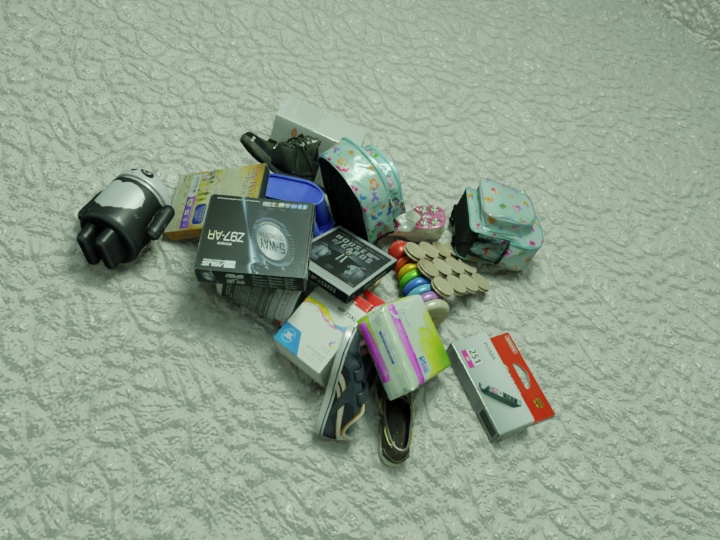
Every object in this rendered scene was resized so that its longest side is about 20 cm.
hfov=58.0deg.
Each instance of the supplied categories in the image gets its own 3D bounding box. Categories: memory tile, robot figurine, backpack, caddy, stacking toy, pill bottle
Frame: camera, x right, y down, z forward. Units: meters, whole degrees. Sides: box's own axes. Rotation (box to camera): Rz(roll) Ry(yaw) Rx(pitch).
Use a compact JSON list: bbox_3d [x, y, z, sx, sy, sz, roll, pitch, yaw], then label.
[{"bbox_3d":[0.185,-0.005,1.382,0.197,0.017,0.154,-3,48,-48],"label":"memory tile"},{"bbox_3d":[-0.436,-0.100,1.205,0.149,0.124,0.203,38,49,-13],"label":"robot figurine"},{"bbox_3d":[0.318,-0.099,1.465,0.195,0.155,0.179,21,39,-16],"label":"backpack"},{"bbox_3d":[-0.153,-0.107,1.327,0.194,0.106,0.145,13,64,9],"label":"caddy"},{"bbox_3d":[-0.001,-0.169,1.331,0.149,0.202,0.178,-37,52,-9],"label":"backpack"},{"bbox_3d":[0.112,0.020,1.355,0.083,0.087,0.203,-5,52,-23],"label":"stacking toy"},{"bbox_3d":[-0.200,0.012,1.216,0.196,0.115,0.115,26,50,2],"label":"pill bottle"}]

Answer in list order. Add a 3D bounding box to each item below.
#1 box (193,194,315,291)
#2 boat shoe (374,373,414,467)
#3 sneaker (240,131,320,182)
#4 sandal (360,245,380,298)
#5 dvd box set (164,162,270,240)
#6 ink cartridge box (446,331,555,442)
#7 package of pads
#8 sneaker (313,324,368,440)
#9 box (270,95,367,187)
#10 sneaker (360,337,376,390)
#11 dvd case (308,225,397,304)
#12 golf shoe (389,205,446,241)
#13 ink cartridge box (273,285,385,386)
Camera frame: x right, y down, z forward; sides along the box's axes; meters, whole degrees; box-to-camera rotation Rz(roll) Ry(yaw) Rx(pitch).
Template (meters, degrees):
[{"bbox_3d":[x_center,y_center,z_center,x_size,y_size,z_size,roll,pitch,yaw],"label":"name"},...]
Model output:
[{"bbox_3d":[-0.183,-0.051,1.156,0.193,0.044,0.164,6,58,1],"label":"box"},{"bbox_3d":[0.065,0.246,1.178,0.070,0.060,0.205,11,52,-12],"label":"boat shoe"},{"bbox_3d":[-0.156,-0.252,1.343,0.197,0.116,0.076,31,2,-41],"label":"sneaker"},{"bbox_3d":[0.005,0.003,1.327,0.076,0.070,0.213,31,51,4],"label":"sandal"},{"bbox_3d":[-0.281,-0.136,1.281,0.193,0.030,0.150,-6,57,16],"label":"dvd box set"},{"bbox_3d":[0.285,0.217,1.292,0.169,0.044,0.204,-13,61,-26],"label":"ink cartridge box"},{"bbox_3d":[0.080,0.131,1.181,0.199,0.067,0.158,-8,73,-63],"label":"package of pads"},{"bbox_3d":[-0.018,0.195,1.108,0.077,0.206,0.079,17,18,5],"label":"sneaker"},{"bbox_3d":[-0.099,-0.279,1.453,0.195,0.126,0.099,24,41,-2],"label":"box"},{"bbox_3d":[-0.002,0.154,1.228,0.079,0.071,0.203,11,47,10],"label":"sneaker"},{"bbox_3d":[-0.033,-0.017,1.236,0.148,0.025,0.199,31,32,17],"label":"dvd case"},{"bbox_3d":[0.092,-0.096,1.437,0.193,0.092,0.077,5,61,12],"label":"golf shoe"},{"bbox_3d":[-0.052,0.093,1.194,0.115,0.068,0.201,31,68,22],"label":"ink cartridge box"}]
